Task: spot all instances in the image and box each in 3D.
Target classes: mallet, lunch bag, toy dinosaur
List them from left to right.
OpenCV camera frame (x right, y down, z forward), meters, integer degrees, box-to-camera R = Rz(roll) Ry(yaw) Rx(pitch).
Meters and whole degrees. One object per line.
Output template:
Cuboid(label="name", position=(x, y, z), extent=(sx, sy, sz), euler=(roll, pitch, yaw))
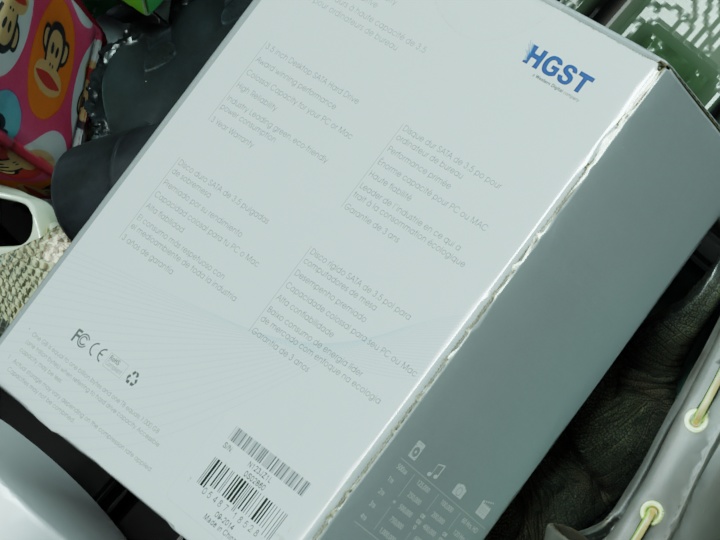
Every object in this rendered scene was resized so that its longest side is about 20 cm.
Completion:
Cuboid(label="lunch bag", position=(-0.198, -0.091, 1.074), extent=(0.175, 0.200, 0.082), euler=(8, 77, 14))
Cuboid(label="mallet", position=(-0.069, 0.047, 1.032), extent=(0.066, 0.041, 0.201), euler=(-1, 97, 33))
Cuboid(label="toy dinosaur", position=(0.060, 0.059, 0.973), extent=(0.077, 0.102, 0.200), euler=(27, 77, 39))

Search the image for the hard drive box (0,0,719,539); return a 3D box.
Cuboid(label="hard drive box", position=(0.000, 0.000, 0.926), extent=(0.156, 0.077, 0.200), euler=(34, 85, 40))

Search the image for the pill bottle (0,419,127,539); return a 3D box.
Cuboid(label="pill bottle", position=(-0.177, 0.151, 1.036), extent=(0.200, 0.113, 0.113), euler=(-47, 59, 4))

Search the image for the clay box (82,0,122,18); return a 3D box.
Cuboid(label="clay box", position=(-0.101, -0.212, 1.166), extent=(0.114, 0.048, 0.201), euler=(-28, 61, 12))

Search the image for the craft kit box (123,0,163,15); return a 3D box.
Cuboid(label="craft kit box", position=(-0.093, -0.221, 1.099), extent=(0.197, 0.049, 0.200), euler=(34, 68, 22))

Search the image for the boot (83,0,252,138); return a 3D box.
Cuboid(label="boot", position=(-0.008, -0.040, 1.047), extent=(0.162, 0.073, 0.199), euler=(-28, 62, 16))

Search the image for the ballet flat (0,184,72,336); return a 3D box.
Cuboid(label="ballet flat", position=(-0.170, -0.001, 1.105), extent=(0.199, 0.068, 0.076), euler=(-4, 100, 28))

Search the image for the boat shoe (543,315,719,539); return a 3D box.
Cuboid(label="boat shoe", position=(0.085, 0.096, 0.922), extent=(0.060, 0.072, 0.202), euler=(38, 93, 5))
